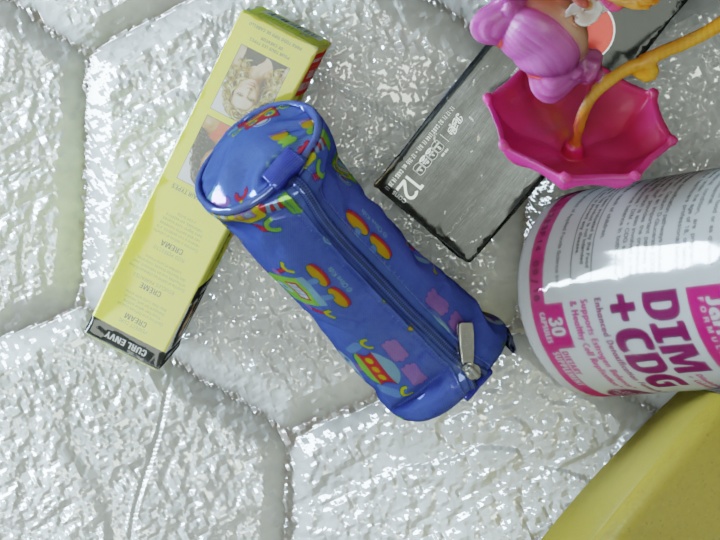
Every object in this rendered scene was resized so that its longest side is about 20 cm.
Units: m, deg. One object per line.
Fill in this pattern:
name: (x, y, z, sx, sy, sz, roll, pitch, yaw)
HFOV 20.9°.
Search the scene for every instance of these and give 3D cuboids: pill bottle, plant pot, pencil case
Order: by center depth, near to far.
pill bottle: (0.188, 0.003, 0.994, 0.200, 0.113, 0.113, -9, 99, 45)
plant pot: (0.198, 0.170, 1.033, 0.200, 0.200, 0.176, 30, 90, 2)
pencil case: (0.000, 0.000, 1.042, 0.078, 0.087, 0.200, -50, 121, -13)

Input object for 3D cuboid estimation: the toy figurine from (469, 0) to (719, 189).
toy figurine: (0.128, -0.122, 0.947, 0.200, 0.150, 0.184, 40, 121, -24)

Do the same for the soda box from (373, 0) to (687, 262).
soda box: (0.097, -0.103, 1.061, 0.071, 0.063, 0.200, 39, 101, -1)

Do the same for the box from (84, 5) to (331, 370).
box: (-0.084, -0.047, 1.087, 0.050, 0.075, 0.200, 27, 99, 0)
